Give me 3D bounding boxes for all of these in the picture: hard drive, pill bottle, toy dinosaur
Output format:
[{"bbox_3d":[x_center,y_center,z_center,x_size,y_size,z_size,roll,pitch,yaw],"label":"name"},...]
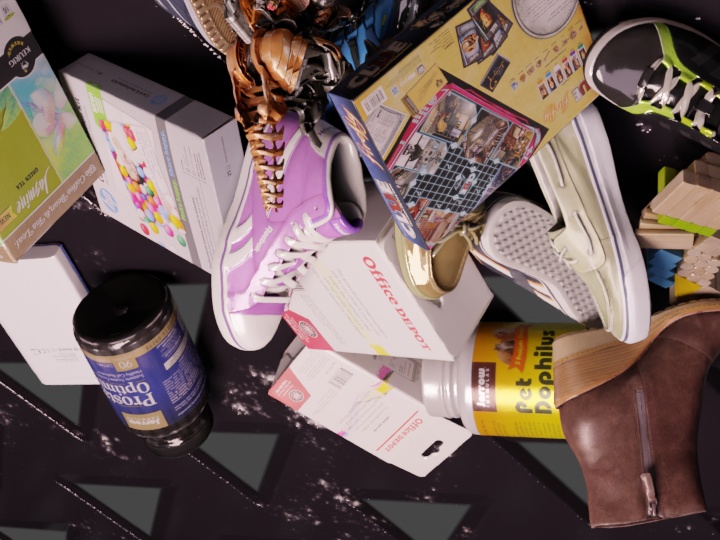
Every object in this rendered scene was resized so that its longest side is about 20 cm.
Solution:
[{"bbox_3d":[-0.355,0.055,1.196,0.130,0.026,0.202,-2,132,21],"label":"hard drive"},{"bbox_3d":[-0.230,0.110,1.145,0.110,0.113,0.202,0,133,18],"label":"pill bottle"},{"bbox_3d":[-0.054,-0.148,0.733,0.101,0.203,0.135,25,-175,40],"label":"toy dinosaur"},{"bbox_3d":[0.163,0.105,1.004,0.197,0.110,0.110,-1,133,19],"label":"pill bottle"}]

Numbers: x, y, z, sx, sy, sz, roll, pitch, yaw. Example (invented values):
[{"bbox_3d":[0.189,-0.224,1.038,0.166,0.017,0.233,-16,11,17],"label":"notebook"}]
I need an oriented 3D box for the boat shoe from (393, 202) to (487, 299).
[{"bbox_3d":[0.077,-0.075,0.817,0.063,0.204,0.073,14,-175,43],"label":"boat shoe"}]

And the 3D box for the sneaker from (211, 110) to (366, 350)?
[{"bbox_3d":[-0.055,-0.020,0.833,0.113,0.072,0.204,23,107,40],"label":"sneaker"}]

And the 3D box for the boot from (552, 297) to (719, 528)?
[{"bbox_3d":[0.267,0.120,0.881,0.196,0.169,0.072,-13,161,2],"label":"boot"}]

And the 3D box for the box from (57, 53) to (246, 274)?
[{"bbox_3d":[-0.174,-0.089,0.916,0.198,0.041,0.158,28,141,34],"label":"box"}]

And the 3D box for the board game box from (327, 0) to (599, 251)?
[{"bbox_3d":[0.085,-0.131,0.753,0.034,0.199,0.136,28,154,52],"label":"board game box"}]

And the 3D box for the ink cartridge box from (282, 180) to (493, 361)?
[{"bbox_3d":[0.000,0.000,0.936,0.198,0.084,0.146,1,136,46],"label":"ink cartridge box"}]

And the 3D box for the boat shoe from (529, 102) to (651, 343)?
[{"bbox_3d":[0.182,-0.034,0.842,0.061,0.072,0.203,-18,96,-1],"label":"boat shoe"}]

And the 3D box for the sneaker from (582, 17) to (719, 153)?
[{"bbox_3d":[0.260,-0.125,0.755,0.197,0.083,0.073,19,113,-6],"label":"sneaker"}]

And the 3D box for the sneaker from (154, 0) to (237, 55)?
[{"bbox_3d":[-0.136,-0.258,0.752,0.108,0.070,0.202,41,157,49],"label":"sneaker"}]

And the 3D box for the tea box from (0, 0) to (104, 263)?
[{"bbox_3d":[-0.367,-0.131,0.911,0.197,0.134,0.198,8,137,33],"label":"tea box"}]

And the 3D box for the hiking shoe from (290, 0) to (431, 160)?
[{"bbox_3d":[-0.004,-0.170,0.818,0.085,0.075,0.201,21,136,-6],"label":"hiking shoe"}]

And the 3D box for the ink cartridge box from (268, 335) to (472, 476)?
[{"bbox_3d":[0.017,0.128,1.109,0.198,0.068,0.117,31,135,-10],"label":"ink cartridge box"}]

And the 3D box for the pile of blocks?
[{"bbox_3d":[0.264,-0.040,0.850,0.081,0.063,0.201,3,150,12],"label":"pile of blocks"}]

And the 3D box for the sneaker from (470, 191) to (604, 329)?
[{"bbox_3d":[0.166,-0.015,0.916,0.199,0.079,0.079,32,180,-31],"label":"sneaker"}]
